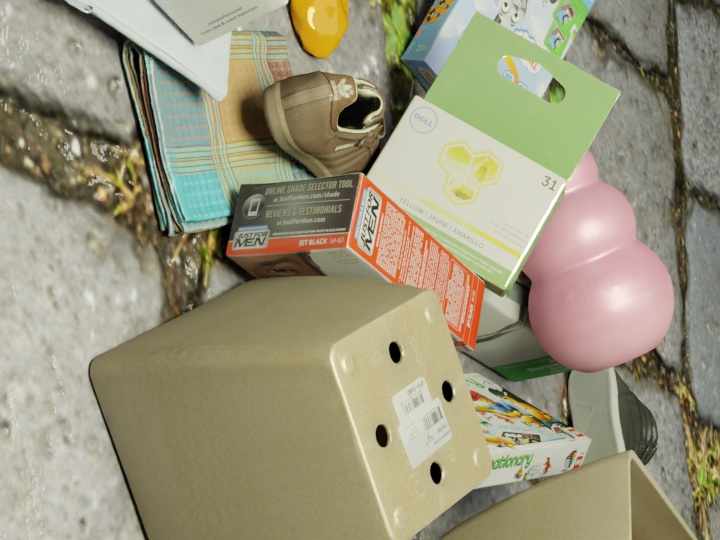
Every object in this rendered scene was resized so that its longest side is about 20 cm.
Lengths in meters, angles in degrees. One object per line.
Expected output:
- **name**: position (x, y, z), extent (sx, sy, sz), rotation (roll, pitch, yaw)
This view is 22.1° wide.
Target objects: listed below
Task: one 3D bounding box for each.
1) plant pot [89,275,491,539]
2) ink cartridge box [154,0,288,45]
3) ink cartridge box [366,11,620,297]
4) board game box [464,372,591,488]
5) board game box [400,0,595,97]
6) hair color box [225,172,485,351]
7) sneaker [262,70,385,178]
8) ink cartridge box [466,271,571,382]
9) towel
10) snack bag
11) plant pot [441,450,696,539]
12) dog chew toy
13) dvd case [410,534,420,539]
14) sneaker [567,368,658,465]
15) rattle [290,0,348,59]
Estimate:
- **plant pot**: position (-0.030, 0.109, 1.250), extent (0.199, 0.176, 0.202), rotation (-27, 100, -53)
- **ink cartridge box**: position (-0.132, -0.282, 1.286), extent (0.200, 0.087, 0.146), rotation (45, 39, -36)
- **ink cartridge box**: position (0.104, -0.100, 1.490), extent (0.201, 0.145, 0.048), rotation (-59, 172, -8)
- **board game box**: position (0.089, 0.128, 1.500), extent (0.199, 0.126, 0.035), rotation (2, 114, -57)
- **board game box**: position (0.132, -0.227, 1.709), extent (0.151, 0.036, 0.201), rotation (45, 67, -39)
- **hair color box**: position (0.000, 0.000, 1.395), extent (0.200, 0.110, 0.065), rotation (40, 54, -49)
- **sneaker**: position (-0.007, -0.110, 1.446), extent (0.200, 0.075, 0.071), rotation (12, 65, -70)
- **ink cartridge box**: position (0.119, -0.005, 1.625), extent (0.199, 0.083, 0.148), rotation (31, 55, -49)
- **towel**: position (-0.099, -0.109, 1.385), extent (0.199, 0.022, 0.148), rotation (-14, 91, -58)
- **snack bag**: position (-0.153, -0.237, 1.329), extent (0.188, 0.021, 0.202), rotation (32, 49, -45)
- **plant pot**: position (0.164, 0.285, 1.472), extent (0.200, 0.175, 0.202), rotation (50, 38, -48)
- **dog chew toy**: position (0.184, -0.019, 1.548), extent (0.124, 0.124, 0.202), rotation (-24, 93, -57)
- **dvd case**: position (0.011, 0.253, 1.426), extent (0.148, 0.016, 0.202), rotation (-3, 81, -59)
- **sneaker**: position (0.245, 0.187, 1.764), extent (0.099, 0.070, 0.202), rotation (37, 45, -39)
- **rattle**: position (0.013, -0.274, 1.452), extent (0.130, 0.198, 0.144), rotation (26, 57, -50)
